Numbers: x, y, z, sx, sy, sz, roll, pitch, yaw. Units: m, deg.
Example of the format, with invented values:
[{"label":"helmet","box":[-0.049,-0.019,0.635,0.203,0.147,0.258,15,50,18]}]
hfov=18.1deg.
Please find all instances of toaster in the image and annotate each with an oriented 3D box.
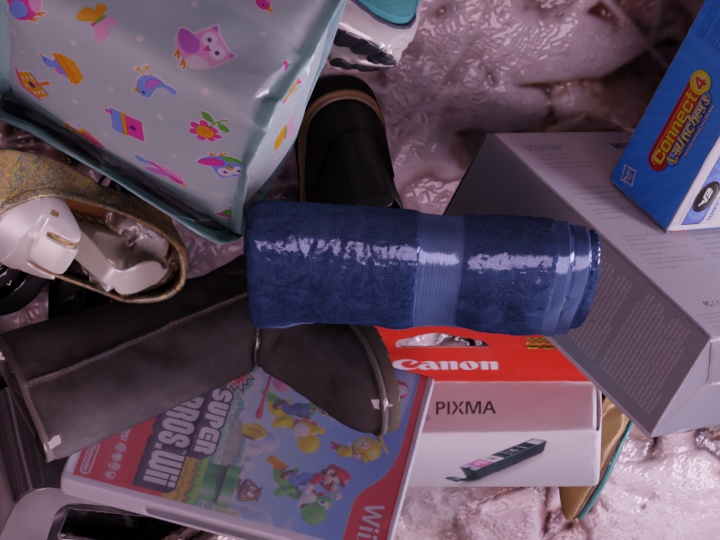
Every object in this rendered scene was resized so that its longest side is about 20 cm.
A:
[{"label":"toaster","box":[-0.175,0.171,1.442,0.199,0.119,0.182,9,120,-24]}]

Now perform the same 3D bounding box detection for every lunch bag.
[{"label":"lunch bag","box":[-0.114,-0.106,1.263,0.170,0.122,0.200,29,154,1]}]

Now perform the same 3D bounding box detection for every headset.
[{"label":"headset","box":[-0.196,-0.007,1.405,0.123,0.094,0.200,24,131,-31]}]

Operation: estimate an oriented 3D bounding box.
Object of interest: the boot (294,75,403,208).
[{"label":"boot","box":[0.000,0.000,1.402,0.077,0.139,0.201,-15,127,-3]}]

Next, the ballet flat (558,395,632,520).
[{"label":"ballet flat","box":[0.172,0.081,1.559,0.063,0.069,0.201,29,113,2]}]

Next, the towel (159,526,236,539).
[{"label":"towel","box":[-0.100,0.212,1.401,0.199,0.035,0.133,-29,133,-2]}]

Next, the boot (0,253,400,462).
[{"label":"boot","box":[-0.097,0.063,1.329,0.199,0.182,0.073,-17,129,-25]}]

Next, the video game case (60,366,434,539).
[{"label":"video game case","box":[-0.066,0.099,1.369,0.198,0.144,0.018,14,140,3]}]

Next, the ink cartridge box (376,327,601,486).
[{"label":"ink cartridge box","box":[0.057,0.089,1.464,0.198,0.044,0.174,0,154,6]}]

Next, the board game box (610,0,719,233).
[{"label":"board game box","box":[0.271,-0.123,1.383,0.195,0.056,0.201,-5,130,-47]}]

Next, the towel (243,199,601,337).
[{"label":"towel","box":[0.031,0.002,1.266,0.198,0.049,0.112,4,160,-1]}]

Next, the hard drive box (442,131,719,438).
[{"label":"hard drive box","box":[0.170,0.002,1.379,0.155,0.200,0.077,-4,131,-47]}]

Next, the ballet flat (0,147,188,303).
[{"label":"ballet flat","box":[-0.165,-0.020,1.264,0.071,0.071,0.199,-46,150,18]}]

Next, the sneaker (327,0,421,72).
[{"label":"sneaker","box":[-0.057,-0.184,1.311,0.199,0.077,0.080,24,72,-14]}]
